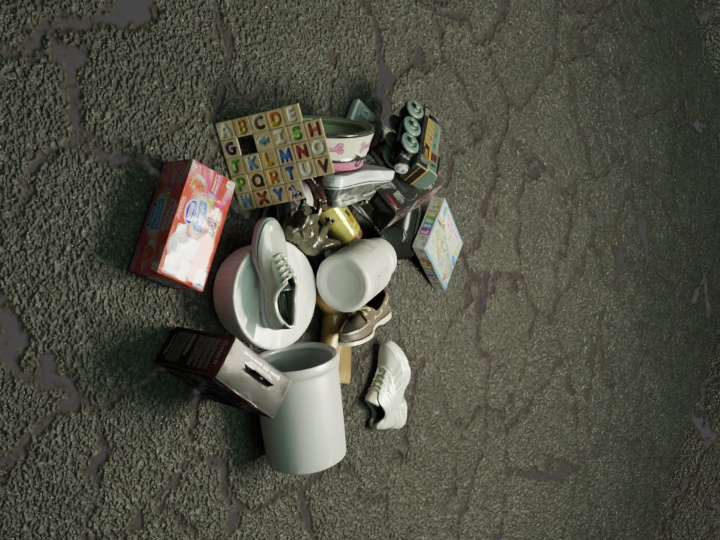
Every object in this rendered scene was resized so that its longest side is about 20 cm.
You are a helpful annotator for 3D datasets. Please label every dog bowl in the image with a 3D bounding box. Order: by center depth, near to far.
[{"bbox_3d":[-0.072,-0.243,1.536,0.199,0.198,0.075,-16,118,-45],"label":"dog bowl"}]

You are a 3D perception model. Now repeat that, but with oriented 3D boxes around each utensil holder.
[{"bbox_3d":[-0.112,0.259,1.527,0.169,0.168,0.204,-20,108,-44],"label":"utensil holder"}]

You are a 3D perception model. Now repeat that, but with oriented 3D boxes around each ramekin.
[{"bbox_3d":[-0.184,0.042,1.491,0.201,0.093,0.206,-3,94,-47],"label":"ramekin"}]

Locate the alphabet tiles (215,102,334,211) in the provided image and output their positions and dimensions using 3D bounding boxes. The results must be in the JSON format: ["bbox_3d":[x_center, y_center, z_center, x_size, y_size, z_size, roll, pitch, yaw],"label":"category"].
[{"bbox_3d":[-0.151,-0.206,1.456,0.008,0.197,0.170,-59,136,-66],"label":"alphabet tiles"}]

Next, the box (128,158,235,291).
[{"bbox_3d":[-0.301,-0.076,1.360,0.099,0.095,0.203,27,72,-44],"label":"box"}]

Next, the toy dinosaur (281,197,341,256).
[{"bbox_3d":[-0.096,-0.073,1.504,0.103,0.076,0.200,-66,159,-17],"label":"toy dinosaur"}]

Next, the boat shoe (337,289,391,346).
[{"bbox_3d":[0.007,0.096,1.640,0.200,0.071,0.061,-35,125,-57],"label":"boat shoe"}]

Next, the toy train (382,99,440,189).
[{"bbox_3d":[0.113,-0.263,1.655,0.113,0.085,0.202,32,46,-24],"label":"toy train"}]

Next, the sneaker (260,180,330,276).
[{"bbox_3d":[-0.132,-0.070,1.560,0.113,0.075,0.203,-28,106,-41],"label":"sneaker"}]

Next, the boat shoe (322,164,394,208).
[{"bbox_3d":[-0.008,-0.161,1.541,0.199,0.071,0.072,-17,118,-49],"label":"boat shoe"}]

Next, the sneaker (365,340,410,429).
[{"bbox_3d":[0.054,0.258,1.771,0.098,0.077,0.204,-6,95,-43],"label":"sneaker"}]

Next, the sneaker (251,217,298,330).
[{"bbox_3d":[-0.141,0.007,1.416,0.072,0.070,0.204,-16,103,-44],"label":"sneaker"}]

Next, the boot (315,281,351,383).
[{"bbox_3d":[-0.069,0.127,1.640,0.174,0.065,0.204,10,85,-46],"label":"boot"}]

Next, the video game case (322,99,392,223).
[{"bbox_3d":[0.012,-0.234,1.739,0.181,0.023,0.203,36,66,-42],"label":"video game case"}]

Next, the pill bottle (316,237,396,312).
[{"bbox_3d":[0.000,0.000,1.593,0.200,0.113,0.116,-35,119,-64],"label":"pill bottle"}]

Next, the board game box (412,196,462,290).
[{"bbox_3d":[0.183,-0.060,1.878,0.136,0.034,0.201,-66,151,-21],"label":"board game box"}]

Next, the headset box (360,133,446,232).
[{"bbox_3d":[0.074,-0.196,1.691,0.149,0.077,0.199,50,50,5],"label":"headset box"}]

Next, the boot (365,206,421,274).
[{"bbox_3d":[0.065,-0.093,1.746,0.162,0.072,0.202,-25,120,-55],"label":"boot"}]

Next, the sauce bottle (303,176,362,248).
[{"bbox_3d":[-0.067,-0.133,1.629,0.066,0.065,0.201,-56,131,-28],"label":"sauce bottle"}]

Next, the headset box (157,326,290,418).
[{"bbox_3d":[-0.227,0.173,1.365,0.149,0.198,0.078,43,62,-37],"label":"headset box"}]
